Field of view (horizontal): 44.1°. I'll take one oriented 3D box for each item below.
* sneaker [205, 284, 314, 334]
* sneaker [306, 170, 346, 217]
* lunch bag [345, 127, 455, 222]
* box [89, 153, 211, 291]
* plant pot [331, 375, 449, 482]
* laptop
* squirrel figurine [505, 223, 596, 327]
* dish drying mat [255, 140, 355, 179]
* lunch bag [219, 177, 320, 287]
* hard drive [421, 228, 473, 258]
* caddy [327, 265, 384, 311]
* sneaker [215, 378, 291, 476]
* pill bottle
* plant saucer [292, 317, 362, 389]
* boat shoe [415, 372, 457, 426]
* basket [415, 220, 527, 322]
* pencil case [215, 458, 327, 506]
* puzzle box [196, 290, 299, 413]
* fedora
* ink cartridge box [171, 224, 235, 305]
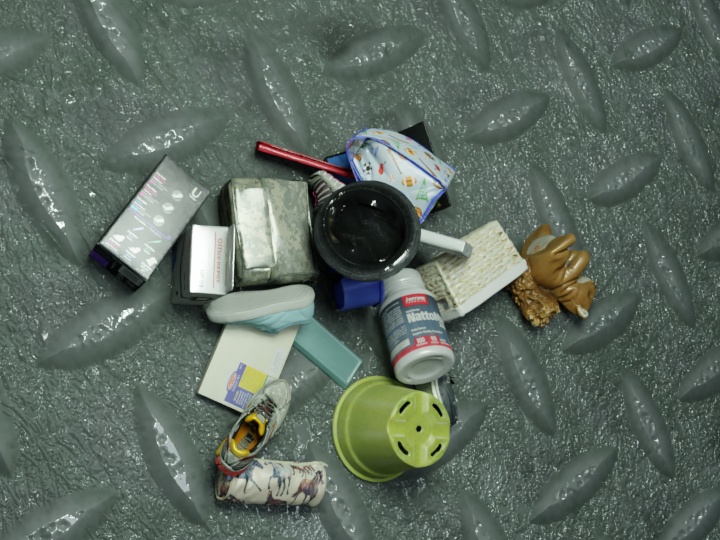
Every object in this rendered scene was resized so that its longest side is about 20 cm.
[{"bbox_3d":[-0.176,0.084,1.598,0.195,0.074,0.084,-6,119,-7],"label":"sneaker"},{"bbox_3d":[-0.062,-0.123,1.670,0.087,0.199,0.074,-45,128,-8],"label":"sneaker"},{"bbox_3d":[0.065,-0.190,1.678,0.199,0.170,0.125,38,108,-1],"label":"lunch bag"},{"bbox_3d":[-0.365,-0.081,1.547,0.105,0.122,0.202,38,68,-14],"label":"box"},{"bbox_3d":[0.070,0.296,1.659,0.196,0.184,0.205,4,80,-24],"label":"plant pot"},{"bbox_3d":[0.053,-0.177,1.773,0.103,0.197,0.181,-19,90,-63],"label":"laptop"},{"bbox_3d":[0.412,0.033,1.914,0.199,0.141,0.188,-41,110,-11],"label":"squirrel figurine"},{"bbox_3d":[-0.104,-0.213,1.709,0.196,0.077,0.019,15,96,-14],"label":"dish drying mat"},{"bbox_3d":[-0.164,-0.067,1.630,0.164,0.139,0.205,-5,83,-20],"label":"lunch bag"},{"bbox_3d":[0.110,-0.065,1.681,0.196,0.132,0.027,16,90,14],"label":"hard drive"},{"bbox_3d":[0.000,0.000,1.675,0.103,0.200,0.145,-12,86,-9],"label":"caddy"},{"bbox_3d":[-0.174,0.267,1.552,0.077,0.082,0.201,34,49,-3],"label":"sneaker"},{"bbox_3d":[0.099,0.103,1.711,0.117,0.120,0.203,1,53,-25],"label":"pill bottle"},{"bbox_3d":[-0.080,0.139,1.706,0.199,0.019,0.070,42,67,-15],"label":"plant saucer"},{"bbox_3d":[0.150,0.220,1.772,0.061,0.074,0.205,-5,79,-37],"label":"boat shoe"},{"bbox_3d":[0.217,0.003,1.808,0.198,0.135,0.125,-31,91,-26],"label":"basket"},{"bbox_3d":[-0.158,0.374,1.596,0.196,0.078,0.091,10,102,-23],"label":"pencil case"},{"bbox_3d":[-0.204,0.156,1.630,0.131,0.025,0.203,27,76,-19],"label":"puzzle box"},{"bbox_3d":[0.017,-0.055,1.541,0.196,0.092,0.205,-5,64,10],"label":"fedora"},{"bbox_3d":[-0.274,-0.010,1.536,0.065,0.199,0.119,5,79,-23],"label":"ink cartridge box"}]
